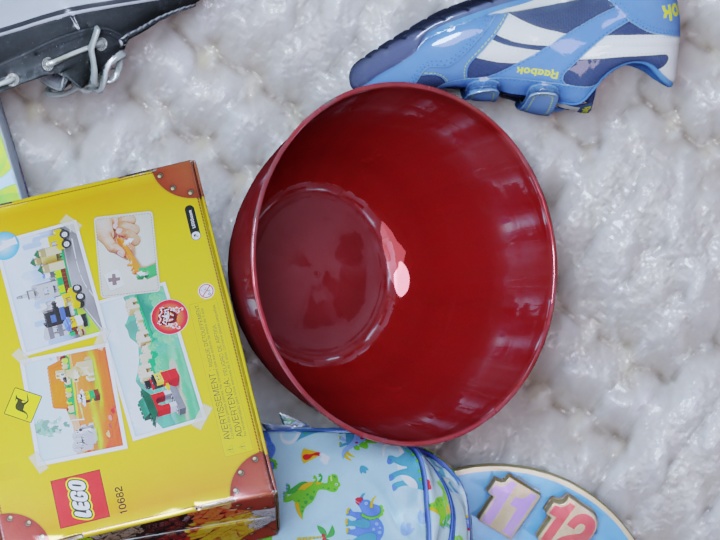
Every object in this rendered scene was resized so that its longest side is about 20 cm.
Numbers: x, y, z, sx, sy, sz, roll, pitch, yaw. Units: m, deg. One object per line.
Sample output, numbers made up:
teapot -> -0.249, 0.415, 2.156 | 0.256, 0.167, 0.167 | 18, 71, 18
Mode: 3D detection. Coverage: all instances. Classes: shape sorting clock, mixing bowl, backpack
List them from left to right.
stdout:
backpack -> -0.034, 0.162, 1.331 | 0.199, 0.154, 0.164 | 6, 56, -8
mixing bowl -> 0.000, 0.000, 1.324 | 0.199, 0.108, 0.201 | 3, 84, -32
shape sorting clock -> 0.081, 0.214, 1.410 | 0.199, 0.039, 0.201 | 0, 97, -3

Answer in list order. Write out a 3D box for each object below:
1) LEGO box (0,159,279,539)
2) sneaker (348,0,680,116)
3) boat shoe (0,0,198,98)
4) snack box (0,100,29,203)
LEGO box -> -0.137, 0.057, 1.267 | 0.148, 0.077, 0.201 | -13, 69, -6
sneaker -> 0.093, -0.122, 1.349 | 0.199, 0.074, 0.083 | -15, 100, 0
boat shoe -> -0.166, -0.129, 1.310 | 0.199, 0.073, 0.068 | -20, 106, -33
snack box -> -0.275, -0.080, 1.343 | 0.142, 0.053, 0.201 | -17, 99, -3
